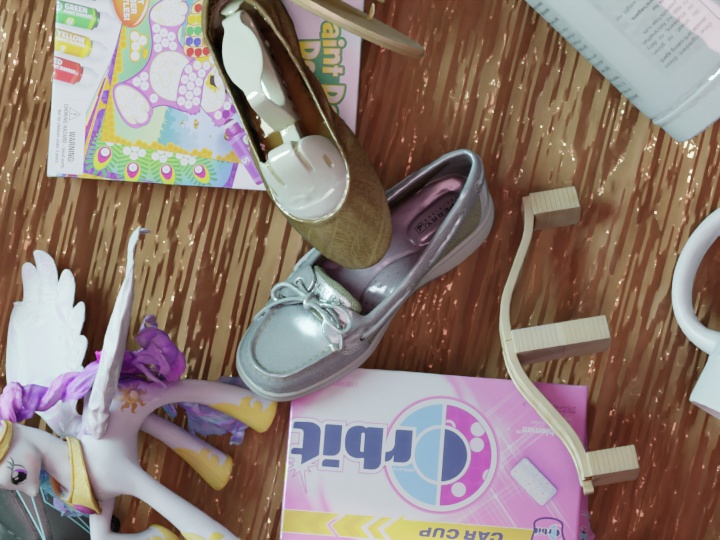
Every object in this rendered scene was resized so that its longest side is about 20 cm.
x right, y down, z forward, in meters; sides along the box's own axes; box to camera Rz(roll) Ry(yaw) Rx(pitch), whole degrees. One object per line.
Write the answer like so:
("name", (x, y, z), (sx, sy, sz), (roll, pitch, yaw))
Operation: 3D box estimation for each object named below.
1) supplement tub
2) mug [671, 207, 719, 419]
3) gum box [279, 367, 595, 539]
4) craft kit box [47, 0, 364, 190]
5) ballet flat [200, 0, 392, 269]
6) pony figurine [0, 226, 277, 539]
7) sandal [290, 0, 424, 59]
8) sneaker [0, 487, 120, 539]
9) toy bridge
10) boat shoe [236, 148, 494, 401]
("supplement tub", (0.168, -0.191, 1.319), (0.200, 0.132, 0.132), (43, 95, -5))
("mug", (0.290, 0.027, 1.348), (0.200, 0.148, 0.175), (27, 88, 28))
("gum box", (0.052, 0.126, 1.376), (0.200, 0.066, 0.114), (4, 80, 1))
("craft kit box", (-0.096, -0.152, 1.373), (0.197, 0.049, 0.200), (3, 97, -2))
("ballet flat", (-0.046, -0.091, 1.300), (0.068, 0.072, 0.200), (-26, 82, 15))
("pony figurine", (-0.155, 0.086, 1.345), (0.200, 0.167, 0.193), (23, 67, -27))
("sandal", (-0.043, -0.206, 1.307), (0.212, 0.078, 0.070), (27, 102, 3))
("sneaker", (-0.244, 0.131, 1.403), (0.079, 0.075, 0.200), (-45, 96, -14))
("toy bridge", (0.123, 0.045, 1.350), (0.067, 0.027, 0.200), (-9, 67, -3))
("boat shoe", (0.002, 0.001, 1.348), (0.202, 0.065, 0.074), (-38, 65, -12))
